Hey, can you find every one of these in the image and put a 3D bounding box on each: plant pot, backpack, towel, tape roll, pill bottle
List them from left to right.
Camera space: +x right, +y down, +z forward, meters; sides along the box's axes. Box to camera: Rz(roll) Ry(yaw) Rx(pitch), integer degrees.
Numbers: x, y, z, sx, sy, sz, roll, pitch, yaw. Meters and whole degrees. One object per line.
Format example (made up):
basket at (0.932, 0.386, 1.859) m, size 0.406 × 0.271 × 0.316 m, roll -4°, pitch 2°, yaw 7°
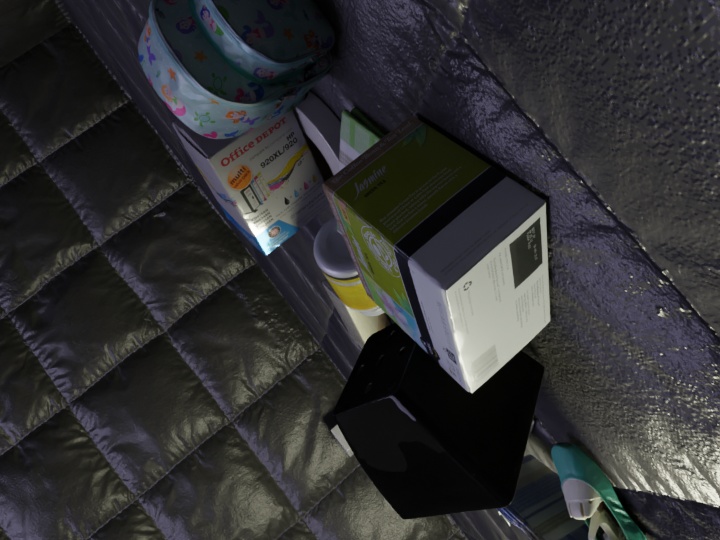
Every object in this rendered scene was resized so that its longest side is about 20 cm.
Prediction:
backpack at (-0.139, -0.253, 0.724) m, size 0.179 × 0.199 × 0.150 m, roll 54°, pitch 147°, yaw -4°
tape roll at (-0.057, -0.181, 0.989) m, size 0.203 × 0.037 × 0.203 m, roll 49°, pitch 167°, yaw 16°
pill bottle at (0.000, 0.000, 1.080) m, size 0.112 × 0.112 × 0.201 m, roll 45°, pitch 171°, yaw 30°
towel at (0.023, -0.094, 0.850) m, size 0.149 × 0.030 × 0.202 m, roll 44°, pitch 146°, yaw 32°
plant pot at (0.084, 0.169, 0.818) m, size 0.177 × 0.202 × 0.199 m, roll 41°, pitch 140°, yaw -16°
towel at (0.287, 0.367, 0.997) m, size 0.199 × 0.145 × 0.024 m, roll 33°, pitch 125°, yaw 46°

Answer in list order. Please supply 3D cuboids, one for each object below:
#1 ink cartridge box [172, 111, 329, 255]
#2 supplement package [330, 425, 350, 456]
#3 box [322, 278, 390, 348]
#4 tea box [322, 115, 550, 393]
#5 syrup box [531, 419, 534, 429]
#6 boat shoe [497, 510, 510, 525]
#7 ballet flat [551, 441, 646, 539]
ink cartridge box at (-0.162, -0.164, 0.993) m, size 0.144 × 0.146 × 0.201 m, roll 41°, pitch 163°, yaw 42°
supplement package at (-0.012, 0.686, 2.806) m, size 0.120 × 0.199 × 0.122 m, roll 46°, pitch 167°, yaw 24°
box at (0.000, 0.088, 1.414) m, size 0.095 × 0.077 × 0.202 m, roll 40°, pitch 162°, yaw 43°
tea box at (0.086, -0.017, 0.690) m, size 0.197 × 0.133 × 0.201 m, roll 43°, pitch 164°, yaw 38°
syrup box at (0.229, 0.273, 1.079) m, size 0.079 × 0.081 × 0.201 m, roll 48°, pitch 166°, yaw 28°
boat shoe at (0.326, 0.508, 1.410) m, size 0.075 × 0.062 × 0.201 m, roll 45°, pitch 166°, yaw 23°
ballet flat at (0.328, 0.334, 0.896) m, size 0.201 × 0.070 × 0.067 m, roll 53°, pitch 138°, yaw -4°
